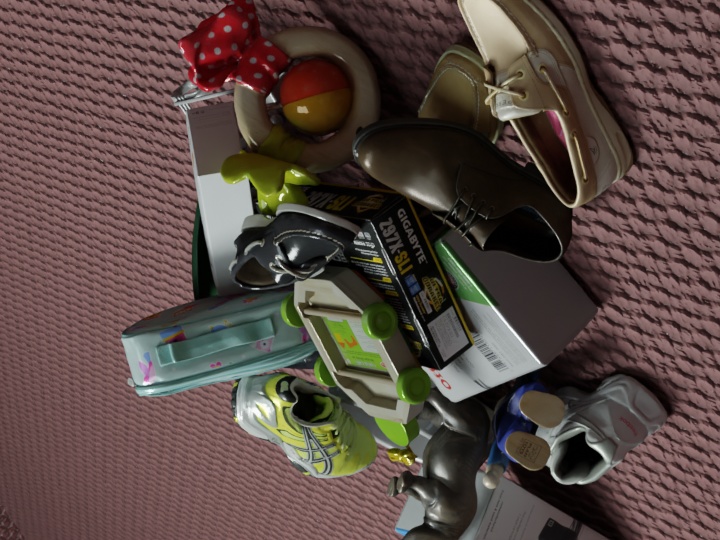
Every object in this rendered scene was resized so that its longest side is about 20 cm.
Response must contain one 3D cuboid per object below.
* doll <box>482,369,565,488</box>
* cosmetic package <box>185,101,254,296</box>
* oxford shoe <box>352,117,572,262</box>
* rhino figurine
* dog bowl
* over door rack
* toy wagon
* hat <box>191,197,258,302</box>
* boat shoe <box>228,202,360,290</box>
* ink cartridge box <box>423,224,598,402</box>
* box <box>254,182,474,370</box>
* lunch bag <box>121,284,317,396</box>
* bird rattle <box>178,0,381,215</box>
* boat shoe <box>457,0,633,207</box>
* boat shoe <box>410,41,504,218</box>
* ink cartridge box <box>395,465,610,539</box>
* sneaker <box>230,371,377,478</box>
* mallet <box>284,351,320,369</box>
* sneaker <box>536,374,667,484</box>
[{"bbox_3d":[0.150,0.145,1.621,0.048,0.137,0.200,20,-179,-2],"label":"doll"},{"bbox_3d":[-0.130,-0.065,1.634,0.200,0.050,0.083,87,169,-56],"label":"cosmetic package"},{"bbox_3d":[0.086,-0.064,1.372,0.199,0.085,0.073,20,128,-13],"label":"oxford shoe"},{"bbox_3d":[0.075,0.214,1.667,0.087,0.201,0.060,10,-179,-12],"label":"rhino figurine"},{"bbox_3d":[0.053,0.151,1.783,0.199,0.059,0.200,26,166,7],"label":"dog bowl"},{"bbox_3d":[-0.084,-0.128,1.649,0.200,0.067,0.148,6,135,55],"label":"over door rack"},{"bbox_3d":[0.007,0.086,1.546,0.155,0.040,0.201,6,129,58],"label":"toy wagon"},{"bbox_3d":[-0.081,-0.024,1.825,0.175,0.167,0.200,5,167,2],"label":"hat"},{"bbox_3d":[-0.063,-0.017,1.478,0.074,0.061,0.200,26,166,-24],"label":"boat shoe"},{"bbox_3d":[0.104,0.028,1.567,0.146,0.084,0.200,50,155,-4],"label":"ink cartridge box"},{"bbox_3d":[0.000,0.000,1.548,0.200,0.049,0.160,10,133,56],"label":"box"},{"bbox_3d":[-0.140,0.070,1.692,0.160,0.199,0.078,-130,25,-82],"label":"lunch bag"},{"bbox_3d":[-0.065,-0.150,1.497,0.113,0.162,0.201,95,160,-77],"label":"bird rattle"},{"bbox_3d":[0.132,-0.136,1.300,0.200,0.069,0.074,53,154,-14],"label":"boat shoe"},{"bbox_3d":[0.071,-0.106,1.430,0.072,0.076,0.200,38,153,20],"label":"boat shoe"},{"bbox_3d":[0.161,0.285,1.786,0.200,0.084,0.145,32,162,-27],"label":"ink cartridge box"},{"bbox_3d":[-0.043,0.160,1.726,0.076,0.076,0.200,-11,152,38],"label":"sneaker"},{"bbox_3d":[-0.048,0.109,1.908,0.065,0.041,0.200,0,163,6],"label":"mallet"},{"bbox_3d":[0.200,0.160,1.597,0.078,0.099,0.200,46,155,1],"label":"sneaker"}]
